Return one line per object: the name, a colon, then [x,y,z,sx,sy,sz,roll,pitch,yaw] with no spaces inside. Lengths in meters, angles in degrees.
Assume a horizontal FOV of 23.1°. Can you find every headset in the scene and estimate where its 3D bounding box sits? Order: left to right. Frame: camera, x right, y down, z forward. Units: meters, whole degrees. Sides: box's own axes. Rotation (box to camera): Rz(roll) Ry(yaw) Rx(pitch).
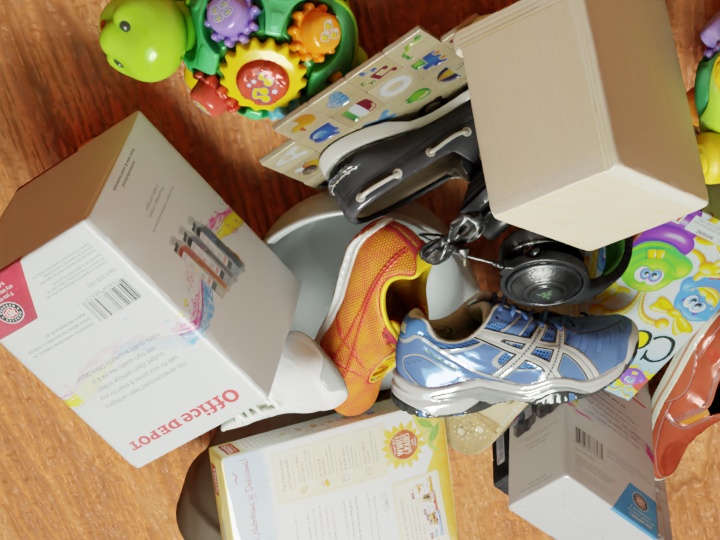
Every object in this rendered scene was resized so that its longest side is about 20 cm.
headset: [0.126,-0.035,1.294,0.200,0.124,0.094,-15,160,-37]

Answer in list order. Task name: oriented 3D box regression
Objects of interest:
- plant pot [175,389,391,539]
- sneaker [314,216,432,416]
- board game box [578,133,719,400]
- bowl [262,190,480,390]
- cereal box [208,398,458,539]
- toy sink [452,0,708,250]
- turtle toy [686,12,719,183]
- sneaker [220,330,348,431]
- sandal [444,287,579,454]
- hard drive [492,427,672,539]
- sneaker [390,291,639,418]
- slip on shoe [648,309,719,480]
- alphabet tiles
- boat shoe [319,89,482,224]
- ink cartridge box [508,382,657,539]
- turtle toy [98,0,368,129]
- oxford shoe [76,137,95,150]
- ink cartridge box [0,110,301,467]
plant pot: [-0.051,0.160,1.552,0.199,0.200,0.174,10,116,-7]
sneaker: [0.012,0.051,1.374,0.077,0.073,0.200,41,141,26]
board game box: [0.229,-0.007,1.426,0.103,0.105,0.200,23,129,-18]
bowl: [0.000,0.000,1.451,0.200,0.091,0.201,1,132,2]
cereal box: [-0.020,0.192,1.462,0.199,0.040,0.144,-12,107,-20]
toy sink: [0.149,-0.131,1.245,0.112,0.201,0.130,-22,158,34]
turtle toy: [0.304,-0.157,1.277,0.145,0.101,0.200,-10,134,-19]
sneaker: [-0.081,0.096,1.393,0.200,0.080,0.071,-6,120,57]
sandal: [0.107,0.087,1.415,0.078,0.070,0.212,38,132,13]
hard drive: [0.199,0.177,1.573,0.200,0.140,0.038,35,125,-26]
sneaker: [0.120,0.056,1.329,0.199,0.076,0.077,-10,113,-17]
slip on shoe: [0.296,0.116,1.549,0.061,0.074,0.200,36,131,22]
alphabet tiles: [0.026,-0.123,1.324,0.200,0.006,0.166,-33,158,19]
boat shoe: [0.070,-0.094,1.342,0.200,0.060,0.074,-20,157,-10]
ink cartridge box: [0.188,0.135,1.496,0.115,0.200,0.068,36,128,-27]
turtle toy: [-0.091,-0.168,1.292,0.199,0.101,0.146,10,132,-7]
oxford shoe: [-0.212,-0.012,1.460,0.071,0.073,0.200,-1,133,4]
ink cartridge box: [-0.168,0.017,1.332,0.145,0.145,0.200,-28,117,29]
